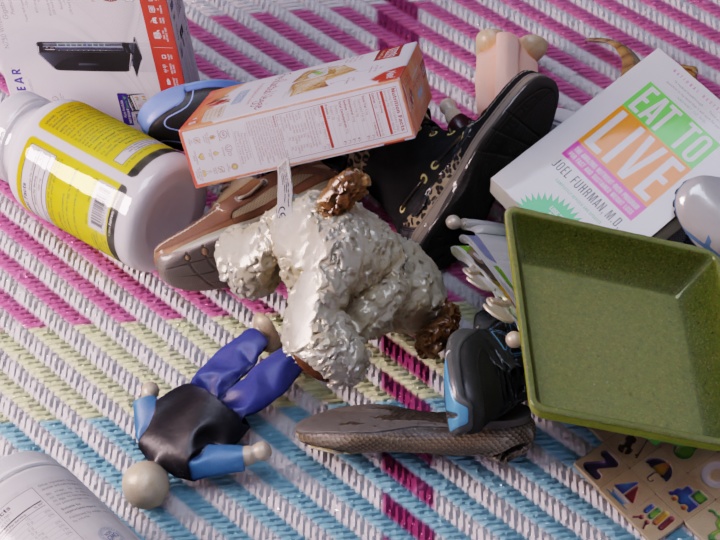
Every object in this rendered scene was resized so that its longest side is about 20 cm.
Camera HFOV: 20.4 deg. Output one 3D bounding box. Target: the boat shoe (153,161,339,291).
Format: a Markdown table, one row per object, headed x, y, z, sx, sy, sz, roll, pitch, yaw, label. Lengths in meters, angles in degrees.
| x | y | z | sx | sy | sz | roll | pitch | yaw | label |
| --- | --- | --- | --- | --- | --- | --- | --- | --- | --- |
| -0.100 | -0.044 | 1.795 | 0.199 | 0.076 | 0.072 | -22 | 55 | -25 | boat shoe |

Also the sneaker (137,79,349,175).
| x | y | z | sx | sy | sz | roll | pitch | yaw | label |
| --- | --- | --- | --- | --- | --- | --- | --- | --- | --- |
| -0.103 | -0.125 | 1.844 | 0.198 | 0.070 | 0.078 | -3 | 49 | -19 | sneaker |

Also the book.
| x | y | z | sx | sy | sz | roll | pitch | yaw | label |
| --- | --- | --- | --- | --- | --- | --- | --- | --- | --- |
| 0.228 | -0.086 | 1.722 | 0.200 | 0.048 | 0.134 | -39 | 71 | -16 | book |

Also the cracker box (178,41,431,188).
| x | y | z | sx | sy | sz | roll | pitch | yaw | label |
| --- | --- | --- | --- | --- | --- | --- | --- | --- | --- |
| -0.044 | -0.136 | 1.727 | 0.198 | 0.058 | 0.134 | -12 | 17 | 12 | cracker box |

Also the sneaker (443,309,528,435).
| x | y | z | sx | sy | sz | roll | pitch | yaw | label |
| --- | --- | --- | --- | --- | --- | --- | --- | --- | --- |
| 0.117 | 0.077 | 1.613 | 0.081 | 0.074 | 0.200 | 4 | 20 | 16 | sneaker |

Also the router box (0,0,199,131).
| x | y | z | sx | sy | sz | roll | pitch | yaw | label |
| --- | --- | --- | --- | --- | --- | --- | --- | --- | --- |
| -0.251 | -0.217 | 1.879 | 0.178 | 0.201 | 0.049 | 1 | 49 | 9 | router box |

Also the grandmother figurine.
| x | y | z | sx | sy | sz | roll | pitch | yaw | label |
| --- | --- | --- | --- | --- | --- | --- | --- | --- | --- |
| 0.133 | -0.140 | 1.858 | 0.120 | 0.061 | 0.201 | 1 | 49 | 0 | grandmother figurine |

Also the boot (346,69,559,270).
| x | y | z | sx | sy | sz | roll | pitch | yaw | label |
| --- | --- | --- | --- | --- | --- | --- | --- | --- | --- |
| 0.077 | -0.117 | 1.789 | 0.201 | 0.073 | 0.151 | -58 | 45 | 15 | boot |

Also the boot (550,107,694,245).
| x | y | z | sx | sy | sz | roll | pitch | yaw | label |
| --- | --- | --- | --- | --- | --- | --- | --- | --- | --- |
| 0.207 | -0.059 | 1.764 | 0.090 | 0.073 | 0.200 | -40 | 63 | -21 | boot |

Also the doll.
| x | y | z | sx | sy | sz | roll | pitch | yaw | label |
| --- | --- | --- | --- | --- | --- | --- | --- | --- | --- |
| -0.123 | 0.123 | 1.668 | 0.136 | 0.049 | 0.200 | 29 | 58 | 29 | doll |

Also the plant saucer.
| x | y | z | sx | sy | sz | roll | pitch | yaw | label |
| --- | --- | --- | --- | --- | --- | --- | --- | --- | --- |
| 0.204 | 0.057 | 1.586 | 0.198 | 0.048 | 0.201 | 12 | 49 | -18 | plant saucer |

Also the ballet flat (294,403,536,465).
| x | y | z | sx | sy | sz | roll | pitch | yaw | label |
| --- | --- | --- | --- | --- | --- | --- | --- | --- | --- |
| 0.045 | 0.137 | 1.639 | 0.198 | 0.047 | 0.067 | -3 | 19 | 7 | ballet flat |

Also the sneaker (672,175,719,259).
| x | y | z | sx | sy | sz | roll | pitch | yaw | label |
| --- | --- | --- | --- | --- | --- | --- | --- | --- | --- |
| 0.346 | -0.011 | 1.661 | 0.200 | 0.072 | 0.072 | 40 | 84 | 1 | sneaker |

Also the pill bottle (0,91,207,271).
| x | y | z | sx | sy | sz | roll | pitch | yaw | label |
| --- | --- | --- | --- | --- | --- | --- | --- | --- | --- |
| -0.246 | -0.087 | 1.823 | 0.199 | 0.113 | 0.112 | 28 | 57 | 27 | pill bottle |

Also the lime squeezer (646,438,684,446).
| x | y | z | sx | sy | sz | roll | pitch | yaw | label |
| --- | --- | --- | --- | --- | --- | --- | --- | --- | --- |
| 0.239 | 0.105 | 1.614 | 0.198 | 0.038 | 0.071 | 5 | 82 | -19 | lime squeezer |

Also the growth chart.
| x | y | z | sx | sy | sz | roll | pitch | yaw | label |
| --- | --- | --- | --- | --- | --- | --- | --- | --- | --- |
| 0.144 | 0.011 | 1.683 | 0.144 | 0.018 | 0.200 | 11 | 30 | -25 | growth chart |

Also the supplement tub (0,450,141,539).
| x | y | z | sx | sy | sz | roll | pitch | yaw | label |
| --- | --- | --- | --- | --- | --- | --- | --- | --- | --- |
| -0.219 | 0.244 | 1.520 | 0.132 | 0.133 | 0.200 | -37 | 54 | -23 | supplement tub |

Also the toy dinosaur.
| x | y | z | sx | sy | sz | roll | pitch | yaw | label |
| --- | --- | --- | --- | --- | --- | --- | --- | --- | --- |
| 0.261 | -0.169 | 1.868 | 0.105 | 0.061 | 0.201 | -1 | 49 | 8 | toy dinosaur |

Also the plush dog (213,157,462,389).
| x | y | z | sx | sy | sz | roll | pitch | yaw | label |
| --- | --- | --- | --- | --- | --- | --- | --- | --- | --- |
| 0.000 | 0.000 | 1.691 | 0.200 | 0.171 | 0.161 | 44 | 105 | 40 | plush dog |

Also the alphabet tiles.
| x | y | z | sx | sy | sz | roll | pitch | yaw | label |
| --- | --- | --- | --- | --- | --- | --- | --- | --- | --- |
| 0.281 | 0.138 | 1.634 | 0.199 | 0.006 | 0.166 | -31 | 52 | -19 | alphabet tiles |
